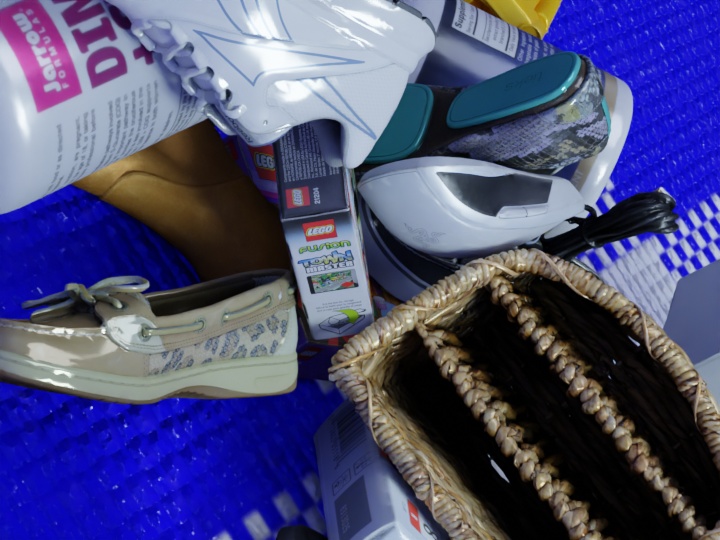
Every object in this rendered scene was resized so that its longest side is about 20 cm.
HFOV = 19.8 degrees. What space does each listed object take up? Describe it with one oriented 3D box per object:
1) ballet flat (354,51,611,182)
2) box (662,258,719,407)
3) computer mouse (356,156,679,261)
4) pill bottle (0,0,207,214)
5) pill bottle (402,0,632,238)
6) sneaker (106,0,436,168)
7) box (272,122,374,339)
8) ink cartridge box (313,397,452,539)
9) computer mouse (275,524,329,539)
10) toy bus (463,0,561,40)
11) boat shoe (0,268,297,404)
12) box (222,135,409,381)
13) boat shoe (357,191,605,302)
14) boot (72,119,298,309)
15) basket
[{"bbox_3d":[0.053,-0.070,1.146,0.072,0.200,0.072,12,75,-51],"label":"ballet flat"},{"bbox_3d":[0.278,0.092,1.263,0.200,0.097,0.125,50,33,-16],"label":"box"},{"bbox_3d":[0.079,-0.025,1.121,0.199,0.109,0.044,6,77,-41],"label":"computer mouse"},{"bbox_3d":[-0.155,-0.094,0.964,0.200,0.113,0.114,-30,87,-37],"label":"pill bottle"},{"bbox_3d":[0.054,-0.105,1.251,0.199,0.111,0.111,25,38,-9],"label":"pill bottle"},{"bbox_3d":[-0.055,-0.106,0.931,0.199,0.074,0.088,20,88,-31],"label":"sneaker"},{"bbox_3d":[-0.026,-0.077,1.076,0.110,0.035,0.201,78,4,-56],"label":"box"},{"bbox_3d":[0.061,0.168,1.081,0.200,0.050,0.162,42,12,-17],"label":"ink cartridge box"},{"bbox_3d":[0.021,0.214,1.024,0.200,0.046,0.141,38,18,-44],"label":"computer mouse"},{"bbox_3d":[0.046,-0.211,1.329,0.200,0.192,0.136,47,33,-12],"label":"toy bus"},{"bbox_3d":[-0.106,0.027,0.984,0.200,0.073,0.063,2,97,-53],"label":"boat shoe"},{"bbox_3d":[0.000,0.000,1.212,0.200,0.039,0.137,10,52,-51],"label":"box"},{"bbox_3d":[0.070,-0.008,1.223,0.200,0.057,0.069,25,43,-42],"label":"boat shoe"},{"bbox_3d":[-0.114,-0.041,1.081,0.143,0.071,0.202,7,62,-37],"label":"boot"},{"bbox_3d":[0.107,0.085,1.061,0.200,0.143,0.149,53,9,18],"label":"basket"}]
